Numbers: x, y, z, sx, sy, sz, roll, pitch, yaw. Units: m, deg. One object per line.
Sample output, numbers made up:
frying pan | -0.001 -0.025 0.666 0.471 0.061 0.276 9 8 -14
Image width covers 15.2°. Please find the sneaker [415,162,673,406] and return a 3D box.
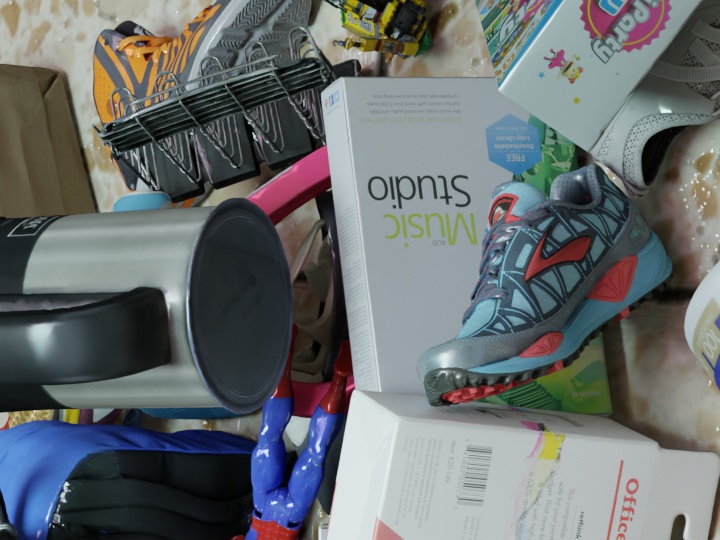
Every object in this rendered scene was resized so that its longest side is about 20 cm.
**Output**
sneaker | 0.083 0.004 1.443 0.079 0.200 0.096 -22 98 41

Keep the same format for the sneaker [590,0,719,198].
sneaker | 0.195 -0.119 1.463 0.200 0.075 0.082 -45 72 37

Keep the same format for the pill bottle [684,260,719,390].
pill bottle | 0.259 0.073 1.336 0.120 0.119 0.200 -50 55 26

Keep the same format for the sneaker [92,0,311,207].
sneaker | -0.114 -0.142 1.730 0.112 0.077 0.200 50 118 33

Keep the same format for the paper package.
paper package | -0.279 -0.020 1.850 0.200 0.103 0.191 -32 63 36

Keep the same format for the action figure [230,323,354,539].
action figure | -0.052 0.140 1.544 0.065 0.099 0.201 17 123 8

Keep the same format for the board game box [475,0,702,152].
board game box | 0.132 -0.166 1.433 0.148 0.064 0.200 -53 15 16

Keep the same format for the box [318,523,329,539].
box | -0.003 0.244 1.540 0.041 0.156 0.201 1 86 4

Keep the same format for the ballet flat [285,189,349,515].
ballet flat | -0.023 0.045 1.627 0.073 0.073 0.201 12 92 42

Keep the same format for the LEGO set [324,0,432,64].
LEGO set | 0.024 -0.195 1.549 0.116 0.200 0.154 30 85 38

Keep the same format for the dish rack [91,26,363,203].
dish rack | -0.077 -0.095 1.587 0.153 0.200 0.055 -20 77 5

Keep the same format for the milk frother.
milk frother | -0.147 0.074 1.485 0.188 0.181 0.201 -2 117 28

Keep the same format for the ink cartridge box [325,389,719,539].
ink cartridge box | 0.087 0.136 1.455 0.067 0.199 0.117 -153 73 -66

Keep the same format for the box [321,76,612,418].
box | 0.059 -0.009 1.512 0.036 0.144 0.201 152 114 -64

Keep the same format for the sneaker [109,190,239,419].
sneaker | -0.111 0.029 1.656 0.076 0.200 0.081 -2 59 8

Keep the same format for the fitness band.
fitness band | 0.000 0.000 1.579 0.200 0.037 0.144 -32 81 6

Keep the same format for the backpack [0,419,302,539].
backpack | -0.156 0.174 1.649 0.167 0.200 0.163 6 90 42

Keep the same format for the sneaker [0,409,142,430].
sneaker | -0.191 0.115 1.781 0.200 0.090 0.075 126 132 -57
